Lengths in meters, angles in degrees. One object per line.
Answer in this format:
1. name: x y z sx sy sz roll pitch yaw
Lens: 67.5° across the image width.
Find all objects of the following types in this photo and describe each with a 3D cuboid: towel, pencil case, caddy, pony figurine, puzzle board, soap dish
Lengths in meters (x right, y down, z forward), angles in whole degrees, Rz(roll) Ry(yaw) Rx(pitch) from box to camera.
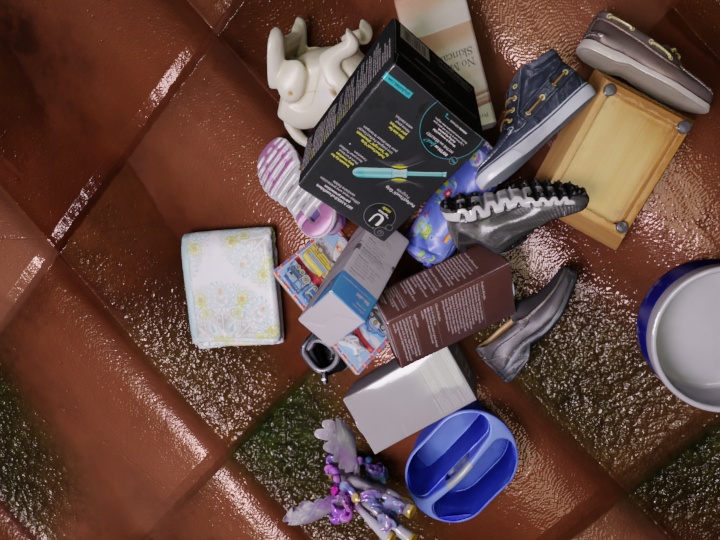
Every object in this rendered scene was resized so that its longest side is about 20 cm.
1. towel: -0.218 0.032 0.930 0.165 0.048 0.208 -3 99 9
2. pencil case: 0.144 -0.094 0.810 0.077 0.087 0.202 24 109 -35
3. caddy: 0.160 0.303 0.860 0.141 0.105 0.201 40 105 4
4. pony figurine: -0.011 0.346 0.844 0.196 0.193 0.170 23 78 32
5. puzzle board: -0.023 0.037 0.845 0.201 0.150 0.017 50 144 0
6. soap dish: 0.349 -0.154 0.757 0.154 0.081 0.204 29 103 6

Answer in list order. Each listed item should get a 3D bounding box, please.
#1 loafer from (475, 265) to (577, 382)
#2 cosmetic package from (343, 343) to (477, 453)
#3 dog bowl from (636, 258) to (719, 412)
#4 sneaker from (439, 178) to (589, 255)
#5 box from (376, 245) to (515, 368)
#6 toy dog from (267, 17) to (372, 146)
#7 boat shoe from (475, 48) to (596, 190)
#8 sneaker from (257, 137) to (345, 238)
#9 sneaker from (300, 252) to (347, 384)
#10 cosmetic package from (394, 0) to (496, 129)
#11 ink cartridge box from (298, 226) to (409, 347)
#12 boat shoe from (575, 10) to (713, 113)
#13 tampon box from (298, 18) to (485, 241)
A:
1. loafer: 0.253 0.073 0.822 0.071 0.073 0.203 34 103 9
2. cosmetic package: 0.081 0.194 0.872 0.197 0.090 0.109 -30 92 18
3. dog bowl: 0.505 0.089 0.765 0.193 0.079 0.208 2 99 12
4. sneaker: 0.210 -0.068 0.741 0.193 0.067 0.093 -7 118 15
5. box: 0.125 0.048 0.795 0.195 0.076 0.102 -23 128 -4
6. toy dog: -0.028 -0.264 0.794 0.194 0.140 0.200 14 115 9
7. boat shoe: 0.213 -0.202 0.726 0.199 0.071 0.091 -41 80 -2
8. sneaker: -0.090 -0.126 0.862 0.081 0.088 0.202 -45 66 16
9. sneaker: -0.052 0.077 0.864 0.073 0.114 0.207 -3 99 13
10. cosmetic package: 0.123 -0.295 0.779 0.100 0.087 0.206 -16 96 13
11. ink cartridge box: 0.000 0.000 0.794 0.066 0.202 0.116 38 143 -9
12. boat shoe: 0.395 -0.281 0.733 0.196 0.072 0.061 30 96 4
13. tampon box: 0.036 -0.172 0.694 0.148 0.129 0.200 30 129 -23
